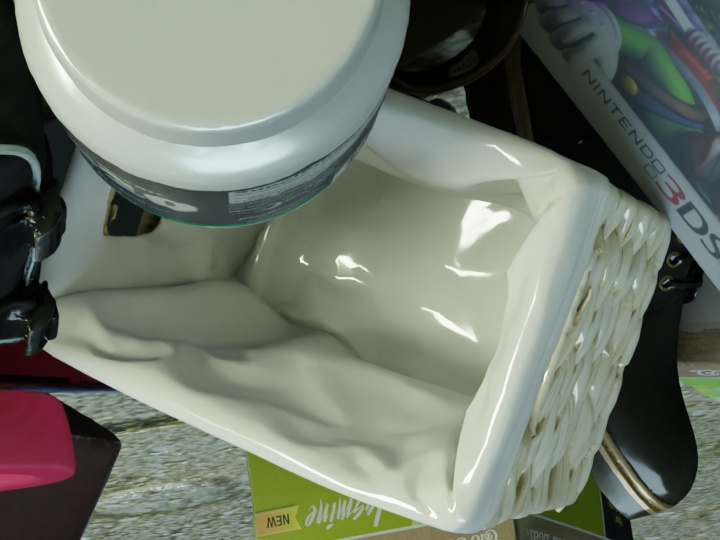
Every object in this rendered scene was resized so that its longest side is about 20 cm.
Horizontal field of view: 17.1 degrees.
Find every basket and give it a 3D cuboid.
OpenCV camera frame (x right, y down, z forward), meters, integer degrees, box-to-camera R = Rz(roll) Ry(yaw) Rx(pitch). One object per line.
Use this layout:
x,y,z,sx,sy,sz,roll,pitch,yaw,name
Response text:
0.000,0.000,0.885,0.199,0.136,0.123,22,-174,26,basket

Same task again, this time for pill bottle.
-0.043,-0.076,0.717,0.113,0.114,0.200,-7,176,-3,pill bottle

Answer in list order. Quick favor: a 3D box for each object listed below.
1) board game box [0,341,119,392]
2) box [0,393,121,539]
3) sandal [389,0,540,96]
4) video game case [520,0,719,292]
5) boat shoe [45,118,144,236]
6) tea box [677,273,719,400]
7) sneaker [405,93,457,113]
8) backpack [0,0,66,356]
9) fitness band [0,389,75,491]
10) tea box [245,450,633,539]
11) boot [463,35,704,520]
-0.147,0.025,0.981,0.158,0.039,0.200,4,180,37,board game box
-0.255,0.108,1.115,0.166,0.165,0.200,27,-174,35,box
0.028,-0.091,0.841,0.080,0.054,0.200,9,168,-30,sandal
0.148,-0.069,0.816,0.023,0.182,0.200,-40,-178,-32,video game case
-0.153,-0.027,1.002,0.200,0.071,0.091,-2,178,-28,boat shoe
0.252,-0.007,1.053,0.199,0.134,0.197,-3,166,25,tea box
-0.023,-0.034,1.047,0.070,0.109,0.200,3,-169,-43,sneaker
-0.207,-0.038,0.758,0.199,0.151,0.178,-13,159,-15,backpack
-0.198,0.075,0.868,0.200,0.038,0.143,-1,162,-45,fitness band
0.038,0.070,1.179,0.133,0.198,0.200,-14,163,19,tea box
0.132,-0.013,0.940,0.138,0.201,0.077,-18,-177,22,boot
